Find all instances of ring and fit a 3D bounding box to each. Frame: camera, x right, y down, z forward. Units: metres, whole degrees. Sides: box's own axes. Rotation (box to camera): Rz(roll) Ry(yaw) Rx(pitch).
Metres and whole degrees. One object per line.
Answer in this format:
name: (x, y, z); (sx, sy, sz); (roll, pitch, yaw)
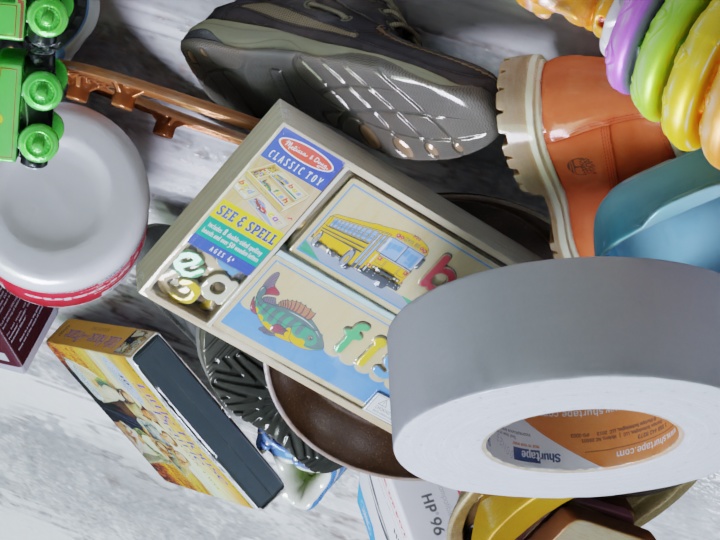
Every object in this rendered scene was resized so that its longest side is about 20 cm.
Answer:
ring: (-0.084, -0.079, 1.486); (0.200, 0.019, 0.200); (19, 177, 1)

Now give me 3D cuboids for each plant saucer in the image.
plant saucer: (0.043, 0.033, 1.479); (0.200, 0.035, 0.201); (-3, 126, -5)

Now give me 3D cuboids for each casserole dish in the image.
casserole dish: (0.182, -0.015, 1.361); (0.121, 0.039, 0.200); (-24, 155, 7)

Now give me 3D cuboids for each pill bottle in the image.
pill bottle: (-0.186, -0.036, 1.603); (0.112, 0.112, 0.200); (28, 173, -2)

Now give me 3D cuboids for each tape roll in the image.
tape roll: (0.114, 0.060, 1.363); (0.200, 0.066, 0.200); (-1, 157, 0)

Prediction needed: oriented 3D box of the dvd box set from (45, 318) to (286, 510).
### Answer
dvd box set: (-0.140, 0.100, 1.838); (0.146, 0.029, 0.200); (51, 163, -17)

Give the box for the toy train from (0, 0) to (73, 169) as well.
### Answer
toy train: (-0.182, -0.151, 1.398); (0.056, 0.042, 0.201); (5, 110, -2)

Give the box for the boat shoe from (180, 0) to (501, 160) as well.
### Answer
boat shoe: (-0.004, -0.117, 1.386); (0.200, 0.073, 0.075); (17, 149, 31)

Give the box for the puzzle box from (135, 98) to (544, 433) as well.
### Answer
puzzle box: (-0.004, 0.005, 1.418); (0.200, 0.025, 0.133); (30, 116, -26)

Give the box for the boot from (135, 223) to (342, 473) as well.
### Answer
boot: (-0.085, 0.023, 1.621); (0.200, 0.072, 0.182); (54, 176, 44)

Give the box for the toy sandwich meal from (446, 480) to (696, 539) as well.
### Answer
toy sandwich meal: (0.140, 0.155, 1.623); (0.205, 0.070, 0.205); (-18, 148, -11)

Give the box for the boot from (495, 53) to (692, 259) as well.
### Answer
boot: (0.148, -0.048, 1.378); (0.107, 0.075, 0.200); (-5, 152, 18)

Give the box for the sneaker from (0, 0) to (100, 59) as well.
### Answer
sneaker: (-0.204, -0.130, 1.559); (0.072, 0.072, 0.200); (2, 161, -35)

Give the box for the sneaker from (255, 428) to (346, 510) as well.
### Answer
sneaker: (-0.033, 0.092, 1.769); (0.076, 0.077, 0.200); (17, 149, 21)

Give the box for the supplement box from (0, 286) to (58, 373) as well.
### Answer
supplement box: (-0.300, -0.014, 1.837); (0.109, 0.061, 0.200); (13, 151, 23)

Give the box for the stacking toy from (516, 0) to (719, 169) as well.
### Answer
stacking toy: (0.156, -0.106, 1.251); (0.200, 0.110, 0.116); (29, 139, 21)

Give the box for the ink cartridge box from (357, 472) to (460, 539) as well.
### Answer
ink cartridge box: (0.048, 0.155, 1.753); (0.068, 0.116, 0.200); (-15, 153, -11)
